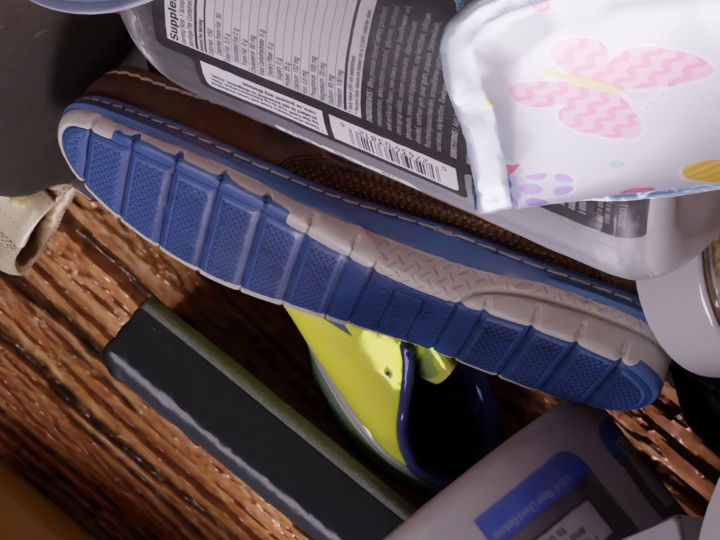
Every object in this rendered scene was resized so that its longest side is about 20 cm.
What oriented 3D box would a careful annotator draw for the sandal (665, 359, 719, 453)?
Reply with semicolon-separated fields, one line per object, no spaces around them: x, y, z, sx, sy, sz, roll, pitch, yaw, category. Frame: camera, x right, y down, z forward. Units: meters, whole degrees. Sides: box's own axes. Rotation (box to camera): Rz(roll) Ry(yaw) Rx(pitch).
0.130;0.041;0.769;0.200;0.045;0.075;27;141;17;sandal

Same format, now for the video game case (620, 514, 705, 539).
0.160;0.173;0.694;0.200;0.182;0.045;13;147;-38;video game case

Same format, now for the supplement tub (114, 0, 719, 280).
0.019;-0.087;0.664;0.200;0.123;0.123;25;142;21;supplement tub

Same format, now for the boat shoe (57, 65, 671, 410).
0.007;-0.024;0.744;0.200;0.073;0.072;23;157;-6;boat shoe

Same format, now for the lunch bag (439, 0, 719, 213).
0.097;-0.104;0.504;0.169;0.127;0.200;-2;122;5;lunch bag

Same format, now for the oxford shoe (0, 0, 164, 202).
-0.107;-0.069;0.776;0.071;0.071;0.200;49;-175;12;oxford shoe

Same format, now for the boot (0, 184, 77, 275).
-0.157;-0.087;0.865;0.155;0.073;0.200;37;146;5;boot

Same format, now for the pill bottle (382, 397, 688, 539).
0.090;0.149;0.768;0.200;0.114;0.114;52;145;7;pill bottle

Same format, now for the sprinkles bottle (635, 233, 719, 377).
0.171;-0.010;0.658;0.200;0.068;0.068;-8;124;45;sprinkles bottle

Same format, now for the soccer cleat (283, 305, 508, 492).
0.001;0.000;0.818;0.084;0.065;0.200;26;152;46;soccer cleat

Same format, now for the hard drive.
-0.009;0.086;0.901;0.200;0.033;0.140;39;176;1;hard drive

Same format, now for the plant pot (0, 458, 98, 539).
-0.160;0.195;1.088;0.189;0.201;0.201;49;147;14;plant pot

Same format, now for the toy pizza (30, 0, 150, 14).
-0.053;-0.164;0.605;0.200;0.032;0.201;-5;84;48;toy pizza

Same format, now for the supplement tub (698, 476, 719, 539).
0.200;0.103;0.635;0.200;0.141;0.140;25;154;-31;supplement tub
